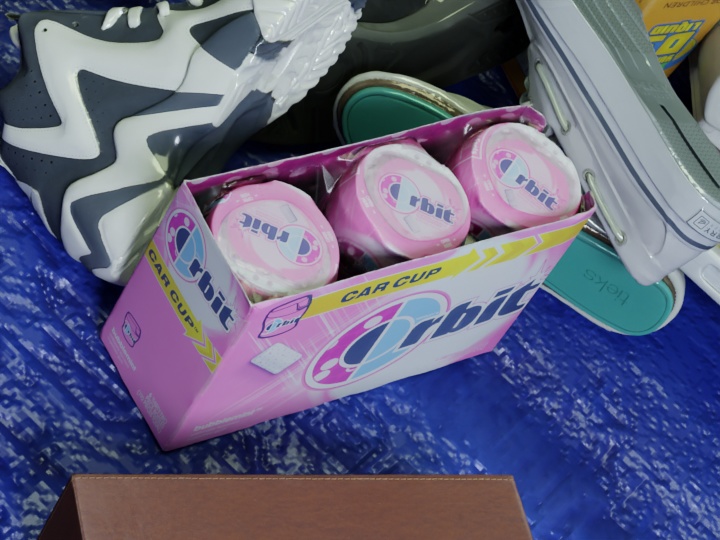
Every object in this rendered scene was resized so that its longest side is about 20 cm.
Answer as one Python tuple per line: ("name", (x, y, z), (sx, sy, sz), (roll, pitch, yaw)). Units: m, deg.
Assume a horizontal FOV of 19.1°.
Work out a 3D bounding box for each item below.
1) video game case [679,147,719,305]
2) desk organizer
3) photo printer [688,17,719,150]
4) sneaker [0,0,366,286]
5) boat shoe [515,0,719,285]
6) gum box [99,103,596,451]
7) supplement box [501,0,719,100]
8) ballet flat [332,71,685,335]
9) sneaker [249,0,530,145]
("video game case", (0.239, -0.002, 1.096), (0.182, 0.024, 0.200), (43, 32, 8))
("desk organizer", (-0.026, 0.131, 0.854), (0.200, 0.072, 0.077), (3, 52, -26))
("photo printer", (0.250, -0.099, 1.140), (0.166, 0.069, 0.200), (32, 28, -12))
("sneaker", (-0.092, -0.104, 0.954), (0.130, 0.199, 0.079), (36, 5, 18))
("boat shoe", (0.104, -0.084, 1.010), (0.074, 0.067, 0.200), (11, 45, -47))
("gum box", (0.000, 0.000, 0.938), (0.200, 0.114, 0.066), (-15, 64, -36))
("supplement box", (0.147, -0.149, 1.073), (0.067, 0.200, 0.069), (-10, 65, -33))
("ballet flat", (0.073, -0.040, 1.047), (0.200, 0.069, 0.069), (33, 46, -11))
("sneaker", (-0.013, -0.132, 1.066), (0.199, 0.076, 0.114), (-26, 54, -29))
